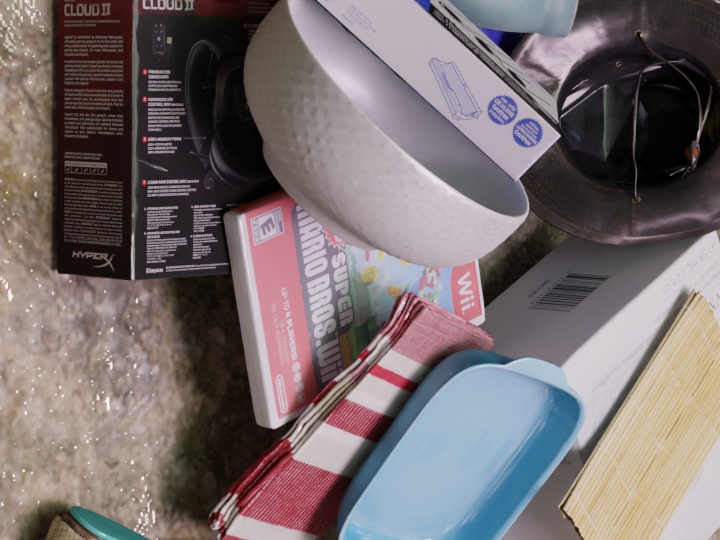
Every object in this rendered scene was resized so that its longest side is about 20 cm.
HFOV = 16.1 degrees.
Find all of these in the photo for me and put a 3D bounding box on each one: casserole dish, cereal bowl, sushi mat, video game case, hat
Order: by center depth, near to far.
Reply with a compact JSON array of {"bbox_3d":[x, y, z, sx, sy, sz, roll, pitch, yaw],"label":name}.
[{"bbox_3d":[0.004,-0.072,1.527,0.083,0.200,0.200,-47,136,17],"label":"cereal bowl"},{"bbox_3d":[0.000,0.000,1.625,0.200,0.017,0.143,-25,116,-40],"label":"video game case"},{"bbox_3d":[0.060,0.125,1.663,0.121,0.039,0.200,19,118,-34],"label":"casserole dish"},{"bbox_3d":[0.202,0.115,1.727,0.200,0.012,0.096,-55,129,-27],"label":"sushi mat"},{"bbox_3d":[0.192,-0.107,1.792,0.081,0.200,0.201,41,56,-88],"label":"hat"}]

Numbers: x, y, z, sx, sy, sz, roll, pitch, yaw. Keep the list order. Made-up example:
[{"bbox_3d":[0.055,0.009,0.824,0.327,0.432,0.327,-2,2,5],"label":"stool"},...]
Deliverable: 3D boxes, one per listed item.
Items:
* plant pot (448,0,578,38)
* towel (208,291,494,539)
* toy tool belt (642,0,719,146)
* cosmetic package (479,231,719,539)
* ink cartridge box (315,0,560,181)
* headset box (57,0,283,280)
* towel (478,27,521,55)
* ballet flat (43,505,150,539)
[{"bbox_3d":[0.065,-0.249,1.643,0.134,0.200,0.200,-2,96,-4],"label":"plant pot"},{"bbox_3d":[-0.005,0.102,1.640,0.200,0.023,0.144,-48,157,6],"label":"towel"},{"bbox_3d":[0.226,-0.118,1.877,0.125,0.123,0.200,37,68,-41],"label":"toy tool belt"},{"bbox_3d":[0.179,0.100,1.800,0.199,0.123,0.200,-39,120,-37],"label":"cosmetic package"},{"bbox_3d":[0.036,-0.146,1.557,0.200,0.094,0.044,41,104,-10],"label":"ink cartridge box"},{"bbox_3d":[-0.109,-0.098,1.569,0.149,0.077,0.200,-5,97,-46],"label":"headset box"},{"bbox_3d":[0.037,-0.145,1.733,0.200,0.050,0.148,-18,105,-43],"label":"towel"},{"bbox_3d":[-0.123,0.202,1.601,0.200,0.068,0.075,19,102,-40],"label":"ballet flat"}]
